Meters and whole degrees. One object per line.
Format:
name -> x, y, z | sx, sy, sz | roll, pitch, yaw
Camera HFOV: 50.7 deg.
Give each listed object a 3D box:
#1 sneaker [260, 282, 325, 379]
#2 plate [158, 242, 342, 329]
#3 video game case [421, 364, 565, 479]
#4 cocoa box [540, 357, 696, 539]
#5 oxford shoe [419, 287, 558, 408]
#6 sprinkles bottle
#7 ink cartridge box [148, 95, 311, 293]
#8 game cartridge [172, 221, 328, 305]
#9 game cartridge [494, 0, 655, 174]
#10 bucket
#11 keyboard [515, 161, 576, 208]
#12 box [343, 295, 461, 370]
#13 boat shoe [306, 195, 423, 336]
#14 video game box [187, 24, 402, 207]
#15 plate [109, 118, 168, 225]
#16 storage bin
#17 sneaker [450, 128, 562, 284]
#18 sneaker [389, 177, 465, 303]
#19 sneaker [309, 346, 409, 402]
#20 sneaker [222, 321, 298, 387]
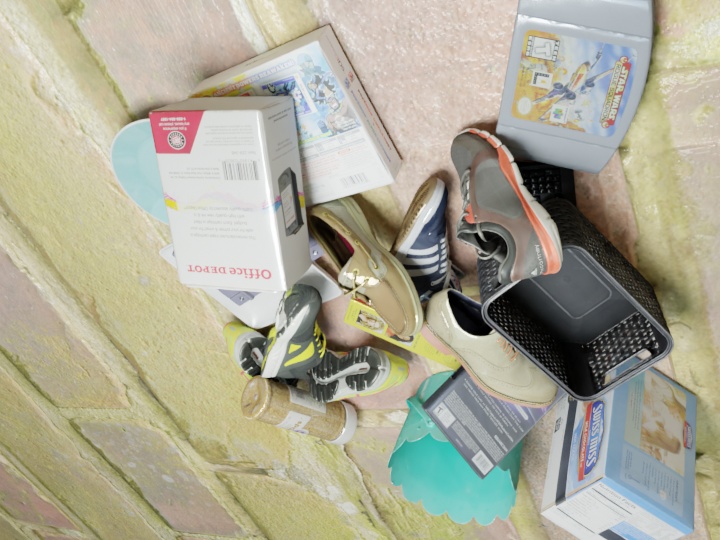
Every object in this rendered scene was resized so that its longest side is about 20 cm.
sneaker -> -0.082, 0.089, 1.080 | 0.083, 0.076, 0.201 | 12, 141, -16
plate -> -0.151, -0.007, 1.065 | 0.198, 0.033, 0.199 | -22, 127, 38
video game case -> 0.187, 0.152, 0.974 | 0.143, 0.200, 0.019 | 50, 171, -25
cocoa box -> 0.327, 0.230, 0.953 | 0.132, 0.202, 0.132 | 31, 137, -5
oxford shoe -> 0.158, 0.093, 0.893 | 0.198, 0.072, 0.074 | 32, 147, -6
sprinkles bottle -> -0.094, 0.221, 1.192 | 0.067, 0.070, 0.198 | -21, 146, 38
ink cartridge box -> -0.142, -0.088, 0.854 | 0.144, 0.086, 0.204 | 4, 115, 22
game cartridge -> -0.146, -0.031, 0.986 | 0.129, 0.039, 0.198 | 36, 135, -27
game cartridge -> 0.206, -0.187, 0.731 | 0.131, 0.042, 0.203 | 17, 137, 16
bucket -> 0.146, 0.258, 1.118 | 0.203, 0.136, 0.210 | 13, 135, 13
keyboard -> 0.200, -0.033, 0.880 | 0.102, 0.040, 0.203 | 2, 131, 24
box -> 0.081, 0.068, 1.012 | 0.197, 0.076, 0.051 | 24, 136, 5
boat shoe -> 0.000, 0.000, 0.904 | 0.201, 0.066, 0.075 | 54, 144, 23
video game box -> -0.076, -0.163, 0.883 | 0.197, 0.047, 0.183 | -11, 128, 33
plate -> -0.231, -0.125, 0.998 | 0.196, 0.026, 0.202 | 10, 140, 8
storage bin -> 0.238, 0.036, 0.856 | 0.199, 0.095, 0.135 | 39, 120, -21
sneaker -> 0.126, -0.069, 0.774 | 0.081, 0.202, 0.078 | -23, 140, -6
sneaker -> 0.094, -0.019, 0.924 | 0.107, 0.071, 0.202 | 21, 134, -3
sneaker -> -0.005, 0.157, 1.130 | 0.089, 0.080, 0.198 | 8, 169, -36
sneaker -> -0.163, 0.147, 1.219 | 0.090, 0.078, 0.202 | 35, 155, 36
